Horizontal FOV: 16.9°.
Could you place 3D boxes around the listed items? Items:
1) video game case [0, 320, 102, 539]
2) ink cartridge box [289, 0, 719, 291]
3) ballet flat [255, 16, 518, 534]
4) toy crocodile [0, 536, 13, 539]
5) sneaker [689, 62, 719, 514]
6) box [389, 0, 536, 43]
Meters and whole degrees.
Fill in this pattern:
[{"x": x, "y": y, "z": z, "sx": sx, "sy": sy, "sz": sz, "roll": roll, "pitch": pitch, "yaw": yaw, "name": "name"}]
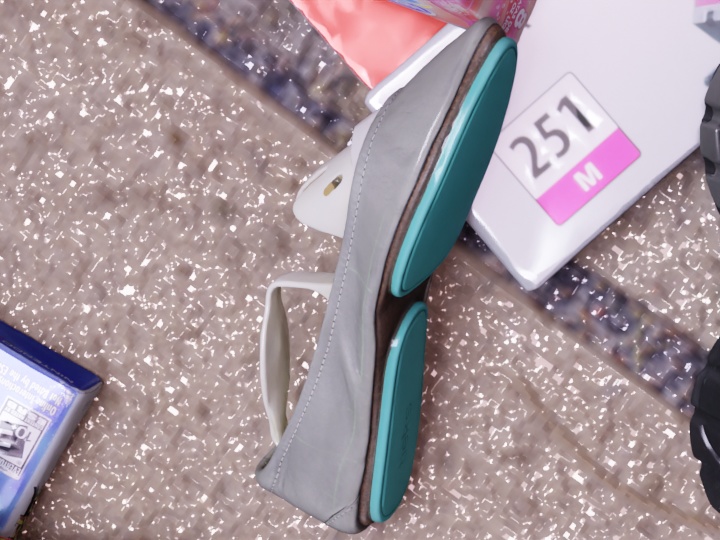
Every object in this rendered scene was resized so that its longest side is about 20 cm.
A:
[{"x": -0.226, "y": 0.072, "z": 0.892, "sx": 0.200, "sy": 0.045, "sz": 0.182, "roll": 29, "pitch": 96, "yaw": 2, "name": "video game case"}, {"x": 0.078, "y": -0.123, "z": 0.859, "sx": 0.200, "sy": 0.044, "sz": 0.174, "roll": -41, "pitch": 91, "yaw": 5, "name": "ink cartridge box"}, {"x": 0.000, "y": 0.000, "z": 0.834, "sx": 0.064, "sy": 0.067, "sz": 0.201, "roll": 22, "pitch": 118, "yaw": 16, "name": "ballet flat"}, {"x": -0.130, "y": 0.114, "z": 0.844, "sx": 0.200, "sy": 0.062, "sz": 0.068, "roll": 24, "pitch": 97, "yaw": -22, "name": "toy crocodile"}, {"x": 0.166, "y": 0.013, "z": 0.841, "sx": 0.079, "sy": 0.075, "sz": 0.201, "roll": -15, "pitch": 115, "yaw": -34, "name": "sneaker"}, {"x": 0.035, "y": -0.191, "z": 0.812, "sx": 0.102, "sy": 0.095, "sz": 0.201, "roll": 22, "pitch": 89, "yaw": 24, "name": "box"}]
